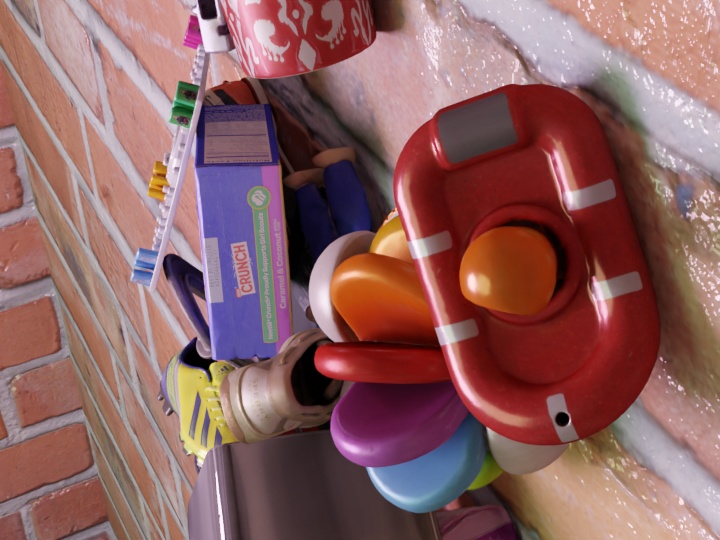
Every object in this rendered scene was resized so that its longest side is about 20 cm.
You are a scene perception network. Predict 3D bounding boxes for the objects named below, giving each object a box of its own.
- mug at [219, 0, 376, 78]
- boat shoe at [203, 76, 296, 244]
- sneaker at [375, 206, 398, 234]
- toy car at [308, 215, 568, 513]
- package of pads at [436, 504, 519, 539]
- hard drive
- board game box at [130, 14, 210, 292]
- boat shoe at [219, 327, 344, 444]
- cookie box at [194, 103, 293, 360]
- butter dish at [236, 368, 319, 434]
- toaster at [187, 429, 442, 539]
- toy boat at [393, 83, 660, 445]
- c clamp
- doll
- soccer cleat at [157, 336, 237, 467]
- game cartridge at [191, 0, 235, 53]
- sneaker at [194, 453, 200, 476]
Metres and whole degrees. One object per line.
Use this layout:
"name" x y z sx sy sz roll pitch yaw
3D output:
"mug" -0.052 -0.264 0.956 0.132 0.178 0.202 -3 115 27
"boat shoe" -0.101 -0.095 1.274 0.202 0.062 0.071 69 158 5
"sneaker" 0.053 -0.003 0.960 0.092 0.076 0.201 37 141 5
"toy car" 0.037 0.069 0.852 0.173 0.150 0.203 0 114 36
"package of pads" 0.078 0.267 1.093 0.122 0.075 0.200 69 160 7
"hard drive" -0.034 0.043 1.213 0.140 0.033 0.202 56 146 36
"board game box" -0.174 -0.115 1.192 0.201 0.026 0.202 -96 21 -60
"boat shoe" -0.031 0.080 0.966 0.200 0.064 0.073 -15 -95 -66
"cookie box" -0.104 -0.040 1.130 0.200 0.074 0.174 -106 13 -67
"butter dish" -0.090 0.176 1.357 0.200 0.146 0.201 57 155 33
"toaster" -0.042 0.210 1.015 0.201 0.178 0.120 116 145 -60
"toy boat" 0.088 0.000 0.712 0.131 0.129 0.203 -25 -83 -72
"c clamp" -0.117 0.068 1.215 0.200 0.027 0.172 43 -162 -54
"doll" 0.000 0.000 1.074 0.136 0.048 0.202 -30 74 38
"soccer cleat" -0.135 0.129 1.211 0.084 0.064 0.200 -60 36 8
"game cartridge" -0.106 -0.291 1.039 0.038 0.130 0.203 -1 113 22
"sneaker" -0.062 0.227 1.243 0.201 0.077 0.146 20 160 36
